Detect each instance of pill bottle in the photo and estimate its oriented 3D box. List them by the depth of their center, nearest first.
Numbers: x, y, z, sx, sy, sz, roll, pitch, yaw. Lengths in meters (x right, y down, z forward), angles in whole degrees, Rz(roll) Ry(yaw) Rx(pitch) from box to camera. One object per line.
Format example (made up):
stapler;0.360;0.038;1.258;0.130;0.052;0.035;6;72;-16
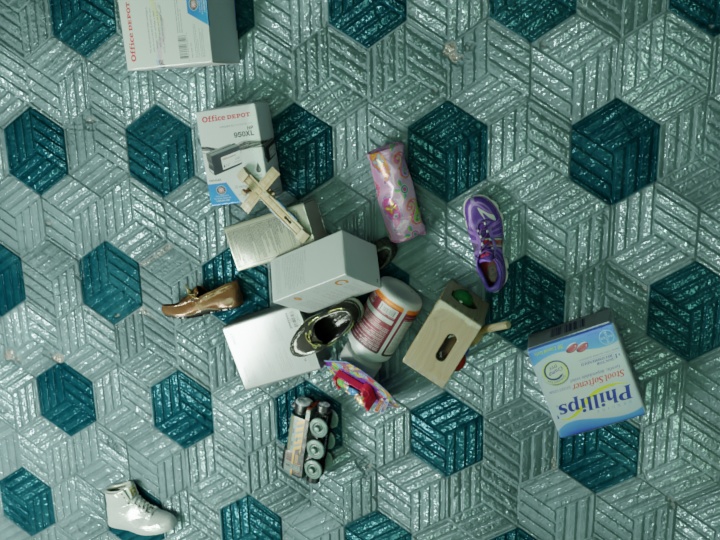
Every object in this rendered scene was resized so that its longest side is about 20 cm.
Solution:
pill bottle;0.041;0.123;1.686;0.109;0.110;0.202;32;110;5

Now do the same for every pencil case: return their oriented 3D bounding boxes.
pencil case;0.076;-0.158;1.622;0.086;0.087;0.204;-13;101;18

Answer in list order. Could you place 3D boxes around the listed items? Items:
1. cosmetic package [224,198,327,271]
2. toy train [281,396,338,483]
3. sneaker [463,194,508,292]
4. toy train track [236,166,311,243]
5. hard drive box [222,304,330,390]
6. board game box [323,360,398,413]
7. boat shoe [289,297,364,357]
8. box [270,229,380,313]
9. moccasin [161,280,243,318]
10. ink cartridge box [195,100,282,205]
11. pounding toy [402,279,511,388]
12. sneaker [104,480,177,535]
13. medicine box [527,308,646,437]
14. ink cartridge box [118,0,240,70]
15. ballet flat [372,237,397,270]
cosmetic package;-0.181;-0.078;1.708;0.196;0.087;0.105;-14;99;19
toy train;-0.119;0.389;1.817;0.112;0.085;0.204;15;107;21
sneaker;0.258;-0.054;1.595;0.079;0.083;0.204;-14;99;18
toy train track;-0.183;-0.134;1.631;0.200;0.033;0.115;44;111;2
hard drive box;-0.190;0.164;1.778;0.197;0.077;0.159;-17;99;18
board game box;-0.011;0.259;1.698;0.158;0.199;0.039;44;68;-17
boat shoe;-0.082;0.126;1.661;0.200;0.061;0.072;-37;91;25
box;-0.074;0.007;1.644;0.197;0.124;0.099;-20;65;32
moccasin;-0.365;0.064;1.804;0.198;0.073;0.079;-13;91;21
ink cartridge box;-0.259;-0.250;1.686;0.142;0.084;0.204;-5;102;16
pounding toy;0.201;0.123;1.602;0.141;0.184;0.202;32;110;5
sneaker;-0.562;0.596;1.994;0.196;0.074;0.118;1;107;17
medicine box;0.456;0.207;1.597;0.179;0.103;0.203;-21;97;19
ink cartridge box;-0.370;-0.494;1.622;0.196;0.145;0.150;0;104;15
ballet flat;0.000;0.000;1.694;0.067;0.057;0.200;46;111;2
